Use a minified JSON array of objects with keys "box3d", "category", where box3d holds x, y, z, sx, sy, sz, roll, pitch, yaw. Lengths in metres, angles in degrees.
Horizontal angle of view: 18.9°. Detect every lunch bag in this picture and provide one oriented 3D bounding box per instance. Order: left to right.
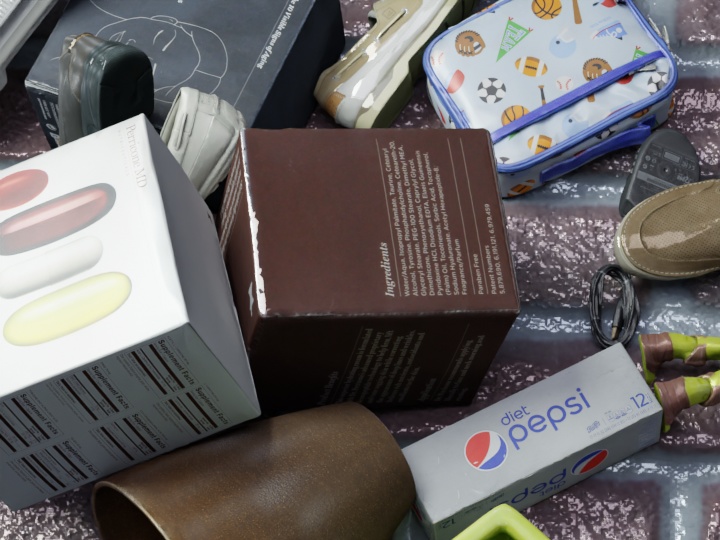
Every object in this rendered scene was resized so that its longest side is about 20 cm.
[{"box3d":[0.164,-0.158,1.810,0.199,0.076,0.161,-27,65,-8],"category":"lunch bag"}]

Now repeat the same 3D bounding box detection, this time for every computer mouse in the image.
[{"box3d":[0.227,-0.025,1.761,0.058,0.034,0.201,25,70,-4],"category":"computer mouse"}]

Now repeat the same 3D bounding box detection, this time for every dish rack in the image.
[{"box3d":[-0.284,-0.229,1.831,0.200,0.043,0.172,-50,20,15],"category":"dish rack"}]

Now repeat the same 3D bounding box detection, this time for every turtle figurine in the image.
[{"box3d":[0.304,0.077,1.675,0.160,0.064,0.201,-12,61,-1],"category":"turtle figurine"}]

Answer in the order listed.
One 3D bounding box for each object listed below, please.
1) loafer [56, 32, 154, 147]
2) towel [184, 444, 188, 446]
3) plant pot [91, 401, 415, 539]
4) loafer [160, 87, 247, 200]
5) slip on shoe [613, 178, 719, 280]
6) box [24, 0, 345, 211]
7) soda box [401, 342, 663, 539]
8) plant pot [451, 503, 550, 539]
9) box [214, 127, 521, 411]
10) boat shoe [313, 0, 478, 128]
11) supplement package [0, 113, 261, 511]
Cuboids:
[{"box3d":[-0.207,-0.094,1.722,0.073,0.201,0.072,-16,35,-41],"category":"loafer"},{"box3d":[-0.214,0.083,1.680,0.199,0.030,0.147,5,38,8],"category":"towel"},{"box3d":[-0.065,0.185,1.599,0.200,0.187,0.187,-32,63,-23],"category":"plant pot"},{"box3d":[-0.166,-0.053,1.689,0.200,0.070,0.070,-56,23,9],"category":"loafer"},{"box3d":[0.301,-0.041,1.726,0.199,0.061,0.076,-7,75,-7],"category":"slip on shoe"},{"box3d":[-0.142,-0.175,1.818,0.196,0.124,0.201,19,66,16],"category":"box"},{"box3d":[0.129,0.135,1.660,0.199,0.064,0.068,-26,62,-9],"category":"soda box"},{"box3d":[0.097,0.318,1.498,0.199,0.182,0.200,-38,65,-15],"category":"plant pot"},{"box3d":[0.000,0.000,1.662,0.199,0.166,0.165,0,62,-13],"category":"box"},{"box3d":[0.037,-0.205,1.846,0.068,0.075,0.200,32,70,14],"category":"boat shoe"},{"box3d":[-0.203,0.031,1.558,0.199,0.147,0.192,-21,55,7],"category":"supplement package"}]
